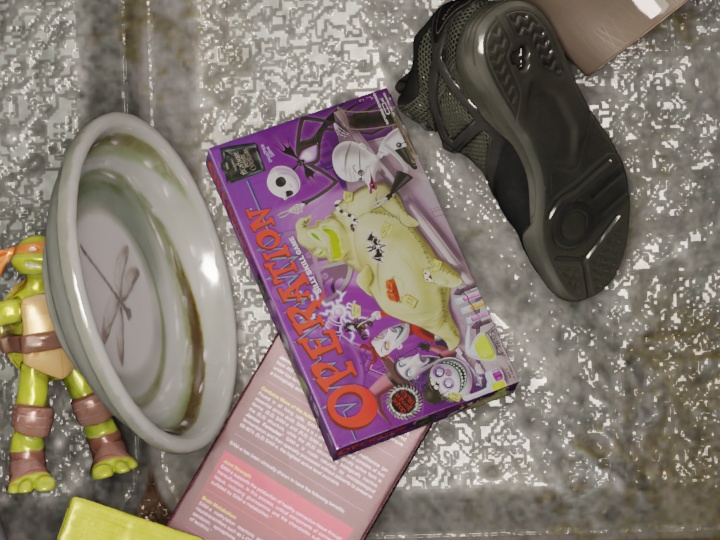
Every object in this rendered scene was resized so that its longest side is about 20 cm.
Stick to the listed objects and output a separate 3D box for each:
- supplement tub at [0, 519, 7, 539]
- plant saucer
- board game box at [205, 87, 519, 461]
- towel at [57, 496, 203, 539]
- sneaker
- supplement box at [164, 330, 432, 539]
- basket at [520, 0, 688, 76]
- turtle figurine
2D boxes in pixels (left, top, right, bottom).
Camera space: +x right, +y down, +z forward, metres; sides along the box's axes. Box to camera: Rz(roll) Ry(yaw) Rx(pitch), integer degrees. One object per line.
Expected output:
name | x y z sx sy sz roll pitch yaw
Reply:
supplement tub | -0.293 0.107 1.617 0.122 0.123 0.201 -20 89 4
plant saucer | -0.136 0.011 1.563 0.050 0.200 0.201 -14 89 21
board game box | 0.000 0.000 1.600 0.120 0.032 0.201 -21 74 -11
towel | -0.160 0.238 1.573 0.086 0.018 0.201 21 80 -17
sneaker | 0.090 -0.077 1.615 0.076 0.114 0.200 -37 118 -18
supplement box | -0.044 0.136 1.627 0.109 0.061 0.200 31 93 4
basket | 0.118 -0.226 1.583 0.180 0.136 0.200 -38 91 -6
turtle figurine | -0.194 0.048 1.623 0.199 0.064 0.162 -10 95 -34
